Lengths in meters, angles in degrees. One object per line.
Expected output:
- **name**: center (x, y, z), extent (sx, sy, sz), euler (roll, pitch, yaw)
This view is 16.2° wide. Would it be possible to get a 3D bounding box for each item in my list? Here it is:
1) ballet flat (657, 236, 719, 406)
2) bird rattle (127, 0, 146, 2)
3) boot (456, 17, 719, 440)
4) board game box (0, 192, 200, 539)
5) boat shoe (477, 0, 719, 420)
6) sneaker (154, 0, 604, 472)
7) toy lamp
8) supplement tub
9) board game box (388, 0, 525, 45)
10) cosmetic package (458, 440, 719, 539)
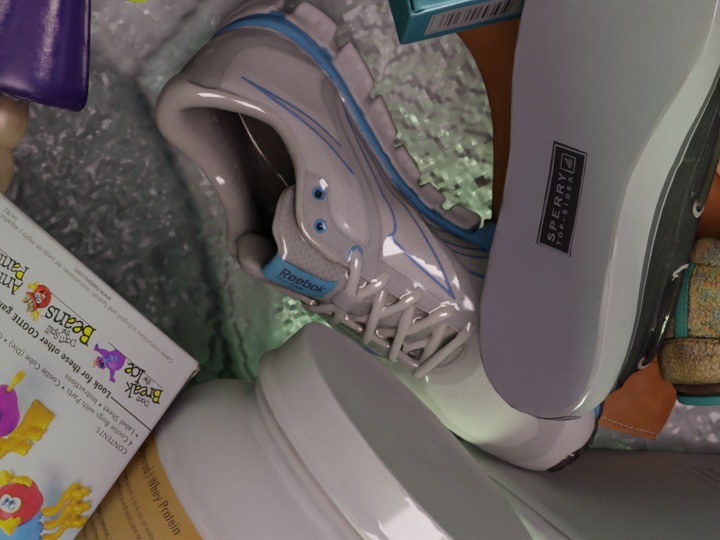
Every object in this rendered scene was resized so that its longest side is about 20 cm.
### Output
- **ballet flat**: center (0.175, 0.006, 0.919), extent (0.199, 0.070, 0.071), euler (-6, 111, -48)
- **bird rattle**: center (-0.030, -0.175, 0.778), extent (0.199, 0.113, 0.164), euler (-18, 66, 6)
- **boot**: center (0.066, -0.032, 0.923), extent (0.199, 0.074, 0.155), euler (25, 104, -13)
- **board game box**: center (-0.164, 0.072, 0.796), extent (0.105, 0.103, 0.200), euler (43, 76, -31)
- **boat shoe**: center (0.086, -0.047, 0.820), extent (0.056, 0.068, 0.201), euler (-18, 129, -48)
- **sneaker**: center (0.000, 0.000, 0.881), extent (0.200, 0.087, 0.075), euler (47, 126, 2)
- **toy lamp**: center (-0.138, -0.013, 0.890), extent (0.058, 0.058, 0.201), euler (17, 95, -14)
- **supplement tub**: center (-0.048, 0.128, 0.832), extent (0.200, 0.145, 0.145), euler (-43, 108, 10)
- **board game box**: center (0.062, -0.192, 0.850), extent (0.150, 0.047, 0.201), euler (-13, 83, -6)
- **cosmetic package**: center (0.131, 0.169, 0.916), extent (0.199, 0.166, 0.168), euler (6, 105, -29)
